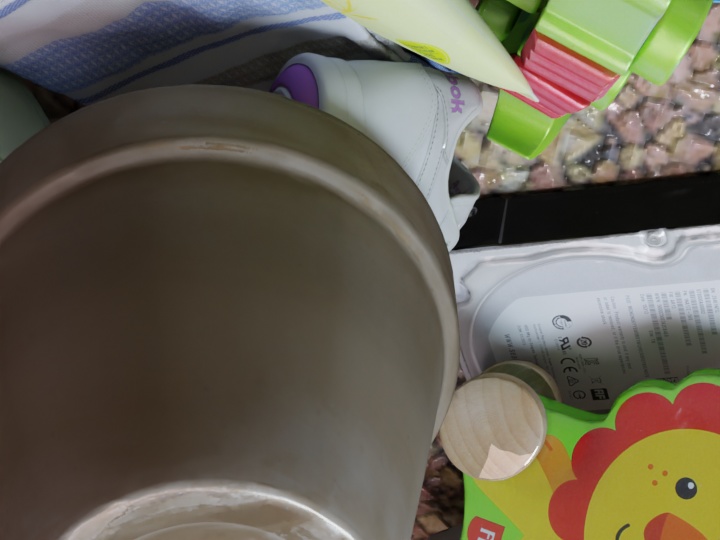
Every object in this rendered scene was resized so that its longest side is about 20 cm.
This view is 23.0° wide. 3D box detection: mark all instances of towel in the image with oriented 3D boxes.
[{"bbox_3d":[-0.064,-0.089,0.696,0.146,0.024,0.199,-15,158,28],"label":"towel"}]

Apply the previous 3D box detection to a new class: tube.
[{"bbox_3d":[-0.014,-0.114,0.583,0.052,0.059,0.200,-24,144,25],"label":"tube"}]

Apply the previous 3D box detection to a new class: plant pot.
[{"bbox_3d":[-0.056,0.062,0.619,0.197,0.174,0.202,-2,123,-3],"label":"plant pot"}]

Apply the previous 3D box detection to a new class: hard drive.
[{"bbox_3d":[0.139,0.021,0.814,0.198,0.038,0.140,-6,134,17],"label":"hard drive"}]

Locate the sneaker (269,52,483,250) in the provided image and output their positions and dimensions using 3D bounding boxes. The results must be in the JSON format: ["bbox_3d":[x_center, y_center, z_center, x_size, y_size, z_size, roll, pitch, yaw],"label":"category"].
[{"bbox_3d":[0.000,0.000,0.738,0.099,0.075,0.201,-6,135,-23],"label":"sneaker"}]

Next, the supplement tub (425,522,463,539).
[{"bbox_3d":[0.127,0.176,0.894,0.199,0.146,0.145,-28,123,35],"label":"supplement tub"}]

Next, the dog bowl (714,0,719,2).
[{"bbox_3d":[0.095,-0.177,0.614,0.199,0.050,0.111,29,134,-17],"label":"dog bowl"}]

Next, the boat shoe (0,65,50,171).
[{"bbox_3d":[-0.190,-0.085,0.700,0.060,0.072,0.202,-41,78,15],"label":"boat shoe"}]

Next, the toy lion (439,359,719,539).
[{"bbox_3d":[0.116,0.136,0.782,0.190,0.069,0.202,19,98,15],"label":"toy lion"}]

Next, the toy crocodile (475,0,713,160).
[{"bbox_3d":[0.076,-0.085,0.649,0.067,0.062,0.200,29,175,-4],"label":"toy crocodile"}]
